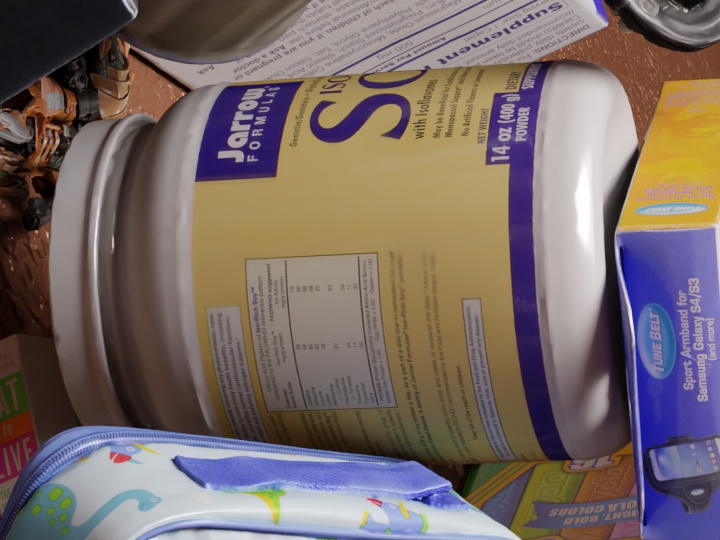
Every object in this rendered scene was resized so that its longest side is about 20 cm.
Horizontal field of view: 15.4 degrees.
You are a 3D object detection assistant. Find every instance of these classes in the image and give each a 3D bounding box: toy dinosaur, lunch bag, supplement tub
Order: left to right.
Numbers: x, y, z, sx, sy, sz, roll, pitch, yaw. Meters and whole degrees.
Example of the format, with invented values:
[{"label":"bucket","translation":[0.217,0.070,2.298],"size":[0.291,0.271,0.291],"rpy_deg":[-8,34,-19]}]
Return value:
[{"label":"toy dinosaur","translation":[-0.136,-0.092,1.085],"size":[0.200,0.102,0.136],"rpy_deg":[-106,-176,-74]},{"label":"lunch bag","translation":[-0.041,0.134,0.893],"size":[0.199,0.161,0.082],"rpy_deg":[7,19,-42]},{"label":"supplement tub","translation":[0.000,0.000,0.974],"size":[0.145,0.199,0.146],"rpy_deg":[-3,90,-76]}]

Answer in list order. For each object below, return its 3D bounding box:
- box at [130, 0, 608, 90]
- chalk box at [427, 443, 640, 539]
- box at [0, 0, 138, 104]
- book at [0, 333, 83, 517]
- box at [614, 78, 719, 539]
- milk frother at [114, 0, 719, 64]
[{"label":"box","translation":[-0.005,-0.160,1.309],"size":[0.200,0.183,0.105],"rpy_deg":[33,37,-57]},{"label":"chalk box","translation":[0.087,0.077,1.324],"size":[0.200,0.123,0.125],"rpy_deg":[104,-22,-59]},{"label":"box","translation":[-0.165,-0.122,0.858],"size":[0.107,0.148,0.200],"rpy_deg":[55,9,-28]},{"label":"book","translation":[-0.083,0.130,1.022],"size":[0.133,0.048,0.201],"rpy_deg":[16,55,-57]},{"label":"box","translation":[0.124,0.014,0.976],"size":[0.200,0.041,0.120],"rpy_deg":[-65,150,-67]},{"label":"milk frother","translation":[0.014,-0.133,0.970],"size":[0.180,0.188,0.201],"rpy_deg":[-31,92,-27]}]
